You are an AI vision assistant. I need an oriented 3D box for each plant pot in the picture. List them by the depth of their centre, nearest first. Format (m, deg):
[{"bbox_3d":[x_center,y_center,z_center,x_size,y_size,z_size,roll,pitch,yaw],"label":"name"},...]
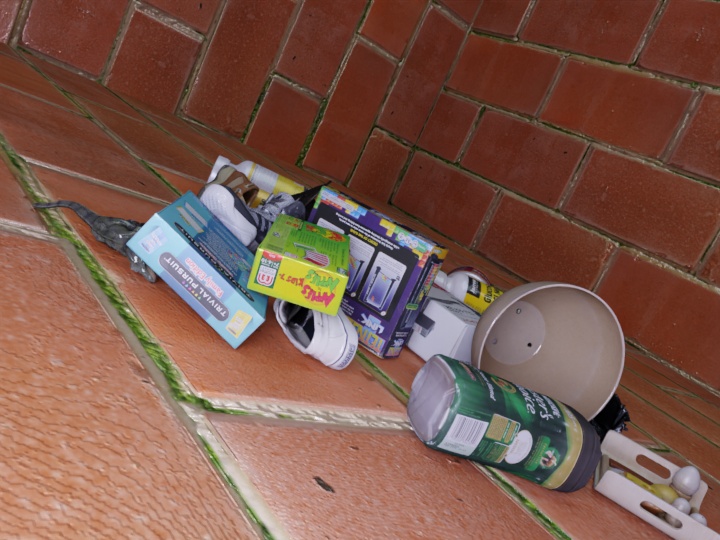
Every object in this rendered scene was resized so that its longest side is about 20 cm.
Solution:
[{"bbox_3d":[0.231,0.103,0.938,0.198,0.202,0.134,23,6,-14],"label":"plant pot"}]

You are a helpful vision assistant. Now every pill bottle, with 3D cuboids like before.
[{"bbox_3d":[0.203,0.075,1.257,0.198,0.113,0.113,25,10,-7],"label":"pill bottle"},{"bbox_3d":[-0.204,-0.149,1.381,0.198,0.113,0.112,24,10,-11],"label":"pill bottle"},{"bbox_3d":[0.215,0.050,1.421,0.112,0.114,0.200,27,10,8],"label":"pill bottle"}]

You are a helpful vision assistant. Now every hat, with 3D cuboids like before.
[{"bbox_3d":[-0.116,-0.076,1.195,0.081,0.199,0.201,57,2,-14],"label":"hat"}]

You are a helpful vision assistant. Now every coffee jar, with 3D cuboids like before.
[{"bbox_3d":[0.154,0.165,0.738,0.198,0.086,0.104,23,10,-20],"label":"coffee jar"}]

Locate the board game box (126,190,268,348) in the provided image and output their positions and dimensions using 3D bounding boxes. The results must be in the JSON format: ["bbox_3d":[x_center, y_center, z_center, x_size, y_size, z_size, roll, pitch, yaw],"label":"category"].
[{"bbox_3d":[-0.170,-0.010,0.782,0.151,0.047,0.200,46,6,-12],"label":"board game box"}]

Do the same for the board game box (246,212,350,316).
[{"bbox_3d":[-0.067,-0.013,0.823,0.100,0.048,0.200,18,15,-5],"label":"board game box"}]

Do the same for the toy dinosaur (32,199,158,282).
[{"bbox_3d":[-0.292,-0.048,0.829,0.199,0.048,0.088,27,16,25],"label":"toy dinosaur"}]

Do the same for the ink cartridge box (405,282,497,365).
[{"bbox_3d":[0.121,0.084,1.083,0.143,0.084,0.200,17,15,-45],"label":"ink cartridge box"}]

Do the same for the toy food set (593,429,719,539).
[{"bbox_3d":[0.367,0.262,0.852,0.142,0.061,0.200,30,10,18],"label":"toy food set"}]

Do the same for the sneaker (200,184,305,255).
[{"bbox_3d":[-0.141,-0.075,0.945,0.075,0.114,0.201,20,-25,28],"label":"sneaker"}]

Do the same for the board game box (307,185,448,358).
[{"bbox_3d":[0.000,0.000,0.962,0.199,0.167,0.056,31,13,29],"label":"board game box"}]

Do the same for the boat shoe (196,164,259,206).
[{"bbox_3d":[-0.201,-0.092,1.031,0.073,0.076,0.201,23,37,-4],"label":"boat shoe"}]

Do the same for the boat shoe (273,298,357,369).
[{"bbox_3d":[-0.071,0.048,0.832,0.065,0.072,0.200,25,17,-33],"label":"boat shoe"}]

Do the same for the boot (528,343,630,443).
[{"bbox_3d":[0.306,0.159,1.039,0.199,0.073,0.162,51,-1,-8],"label":"boot"}]
